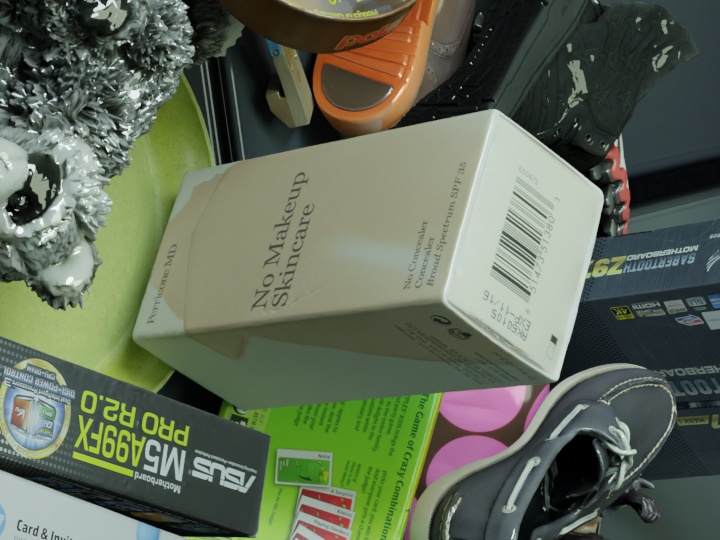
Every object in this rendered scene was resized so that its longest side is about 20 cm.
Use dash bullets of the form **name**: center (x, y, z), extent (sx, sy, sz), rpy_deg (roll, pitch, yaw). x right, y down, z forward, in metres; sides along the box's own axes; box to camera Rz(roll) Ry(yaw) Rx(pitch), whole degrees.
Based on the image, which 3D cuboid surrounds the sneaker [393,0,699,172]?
- **sneaker**: center (0.092, -0.080, 1.215), extent (0.104, 0.060, 0.200), rpy_deg (51, 61, -32)

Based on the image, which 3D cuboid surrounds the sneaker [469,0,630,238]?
- **sneaker**: center (0.116, -0.090, 1.336), extent (0.098, 0.070, 0.202), rpy_deg (-61, 141, -51)

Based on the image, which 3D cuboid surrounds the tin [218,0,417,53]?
- **tin**: center (-0.045, -0.184, 1.051), extent (0.112, 0.042, 0.201), rpy_deg (-25, 75, -35)

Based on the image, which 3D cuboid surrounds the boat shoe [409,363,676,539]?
- **boat shoe**: center (0.108, 0.104, 1.179), extent (0.199, 0.062, 0.073), rpy_deg (-28, 112, -43)

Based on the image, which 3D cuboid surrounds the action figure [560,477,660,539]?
- **action figure**: center (0.130, 0.175, 1.281), extent (0.200, 0.069, 0.131), rpy_deg (-147, -124, -88)

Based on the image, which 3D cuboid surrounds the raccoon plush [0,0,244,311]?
- **raccoon plush**: center (-0.104, -0.055, 1.013), extent (0.199, 0.096, 0.135), rpy_deg (-2, 97, -51)

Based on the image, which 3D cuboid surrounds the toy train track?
- **toy train track**: center (-0.068, -0.158, 1.148), extent (0.115, 0.032, 0.201), rpy_deg (-78, 152, -57)

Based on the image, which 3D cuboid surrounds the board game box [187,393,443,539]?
- **board game box**: center (-0.015, 0.069, 1.141), extent (0.048, 0.101, 0.201), rpy_deg (101, 6, -67)

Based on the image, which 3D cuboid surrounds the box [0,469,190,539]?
- **box**: center (-0.137, 0.122, 0.949), extent (0.199, 0.155, 0.042), rpy_deg (26, 65, -46)

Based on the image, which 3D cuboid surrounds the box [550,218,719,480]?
- **box**: center (0.178, 0.047, 1.301), extent (0.158, 0.199, 0.051), rpy_deg (52, 46, -35)

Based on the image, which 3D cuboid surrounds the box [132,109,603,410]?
- **box**: center (0.000, 0.000, 1.038), extent (0.078, 0.199, 0.096), rpy_deg (34, 61, -36)

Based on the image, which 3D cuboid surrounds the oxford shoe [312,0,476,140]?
- **oxford shoe**: center (0.029, -0.145, 1.254), extent (0.201, 0.071, 0.073), rpy_deg (-66, 153, -23)

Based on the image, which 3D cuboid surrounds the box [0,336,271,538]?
- **box**: center (-0.157, 0.063, 0.926), extent (0.199, 0.159, 0.045), rpy_deg (25, 67, -47)

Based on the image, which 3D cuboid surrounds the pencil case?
- **pencil case**: center (0.049, 0.124, 1.229), extent (0.093, 0.090, 0.202), rpy_deg (-3, 91, -34)

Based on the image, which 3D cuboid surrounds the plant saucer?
- **plant saucer**: center (-0.141, -0.029, 1.054), extent (0.199, 0.031, 0.202), rpy_deg (5, 84, -51)
